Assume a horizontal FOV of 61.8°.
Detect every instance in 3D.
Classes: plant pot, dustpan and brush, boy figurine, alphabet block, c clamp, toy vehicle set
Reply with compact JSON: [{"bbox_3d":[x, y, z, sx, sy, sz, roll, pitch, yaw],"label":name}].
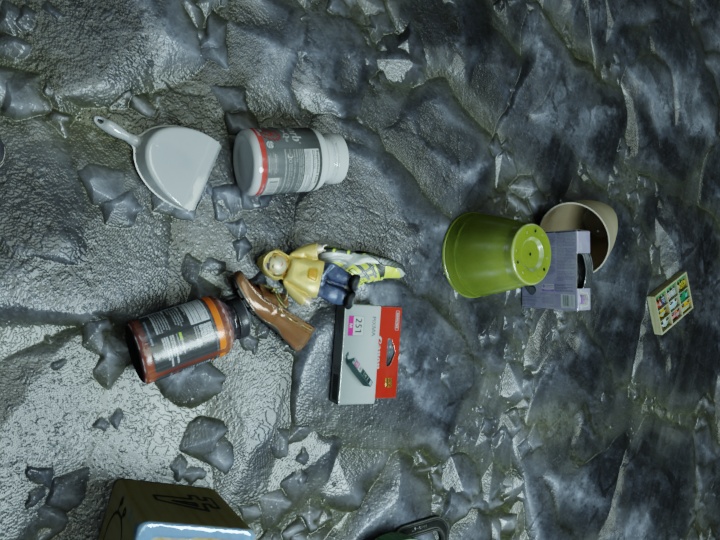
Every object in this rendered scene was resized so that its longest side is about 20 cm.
[{"bbox_3d":[0.319,-0.035,1.365,0.196,0.191,0.207,-1,92,-32],"label":"plant pot"},{"bbox_3d":[-0.351,-0.205,1.015,0.198,0.056,0.143,31,73,-36],"label":"dustpan and brush"},{"bbox_3d":[-0.099,0.003,1.139,0.195,0.064,0.127,22,85,-11],"label":"boy figurine"},{"bbox_3d":[-0.308,0.469,0.961,0.193,0.198,0.201,21,79,-31],"label":"alphabet block"},{"bbox_3d":[0.590,-0.105,1.565,0.198,0.184,0.193,-24,104,-44],"label":"plant pot"},{"bbox_3d":[0.126,0.651,1.353,0.195,0.027,0.176,-8,90,-31],"label":"c clamp"},{"bbox_3d":[0.976,0.100,1.893,0.197,0.026,0.127,-27,105,-30],"label":"toy vehicle set"}]

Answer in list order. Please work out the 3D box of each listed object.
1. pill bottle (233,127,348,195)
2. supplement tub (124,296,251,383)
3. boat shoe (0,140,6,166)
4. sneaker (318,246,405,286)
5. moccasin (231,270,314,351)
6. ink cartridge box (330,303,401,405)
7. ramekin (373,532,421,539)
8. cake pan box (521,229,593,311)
[{"bbox_3d":[-0.127,-0.204,1.117,0.196,0.115,0.120,-9,96,-33],"label":"pill bottle"},{"bbox_3d":[-0.288,0.109,1.023,0.196,0.106,0.110,-18,100,-31],"label":"supplement tub"},{"bbox_3d":[-0.585,-0.231,0.848,0.073,0.062,0.201,-47,114,-23],"label":"boat shoe"},{"bbox_3d":[0.000,0.000,1.236,0.195,0.075,0.079,8,94,-22],"label":"sneaker"},{"bbox_3d":[-0.159,0.067,1.118,0.078,0.073,0.201,-48,115,-7],"label":"moccasin"},{"bbox_3d":[0.023,0.175,1.264,0.170,0.043,0.207,5,88,-32],"label":"ink cartridge box"},{"bbox_3d":[0.080,0.655,1.257,0.194,0.097,0.207,3,83,-21],"label":"ramekin"},{"bbox_3d":[0.473,-0.001,1.463,0.051,0.199,0.190,-2,90,-27],"label":"cake pan box"}]
